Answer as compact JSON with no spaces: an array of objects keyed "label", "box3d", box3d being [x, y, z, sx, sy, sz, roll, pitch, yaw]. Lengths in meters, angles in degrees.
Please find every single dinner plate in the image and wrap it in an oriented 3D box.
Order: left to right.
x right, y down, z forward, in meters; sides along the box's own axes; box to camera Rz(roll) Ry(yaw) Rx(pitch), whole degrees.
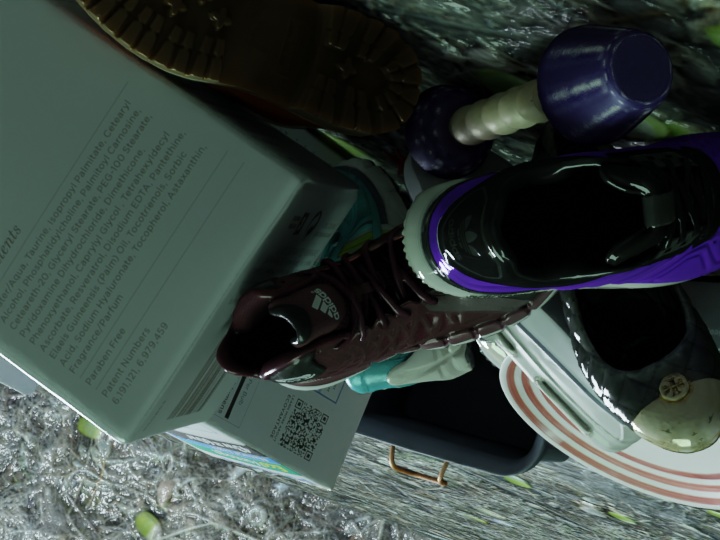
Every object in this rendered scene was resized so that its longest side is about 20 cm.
[{"label":"dinner plate","box3d":[0.187,0.098,1.232,0.199,0.024,0.200,25,156,12]}]

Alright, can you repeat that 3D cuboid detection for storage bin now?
[{"label":"storage bin","box3d":[0.083,0.098,1.462,0.199,0.146,0.134,13,175,28]}]

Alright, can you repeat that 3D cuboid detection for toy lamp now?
[{"label":"toy lamp","box3d":[0.085,-0.080,0.898,0.058,0.058,0.200,25,168,-17]}]

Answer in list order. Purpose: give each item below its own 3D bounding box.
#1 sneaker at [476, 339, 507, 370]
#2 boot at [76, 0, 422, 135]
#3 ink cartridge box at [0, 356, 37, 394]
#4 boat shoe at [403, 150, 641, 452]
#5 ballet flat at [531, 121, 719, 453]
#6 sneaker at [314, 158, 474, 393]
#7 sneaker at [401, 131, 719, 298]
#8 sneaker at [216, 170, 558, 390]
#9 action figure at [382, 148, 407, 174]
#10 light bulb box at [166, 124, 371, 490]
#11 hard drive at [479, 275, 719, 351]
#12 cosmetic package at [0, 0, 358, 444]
[{"label":"sneaker","box3d":[0.179,0.054,1.284,0.199,0.071,0.093,23,159,-17]},{"label":"boot","box3d":[-0.077,-0.122,0.949,0.199,0.075,0.107,27,171,-25]},{"label":"ink cartridge box","box3d":[-0.205,-0.021,1.251,0.066,0.201,0.116,8,163,42]},{"label":"boat shoe","box3d":[0.089,0.013,1.003,0.200,0.072,0.066,45,138,11]},{"label":"ballet flat","box3d":[0.128,0.006,0.934,0.066,0.201,0.057,-23,146,2]},{"label":"sneaker","box3d":[0.000,0.000,1.067,0.200,0.079,0.078,-117,9,-56]},{"label":"sneaker","box3d":[0.128,-0.025,0.853,0.199,0.070,0.099,-11,179,-19]},{"label":"sneaker","box3d":[0.014,0.013,0.917,0.199,0.076,0.115,-30,171,22]},{"label":"action figure","box3d":[0.076,-0.032,1.088,0.099,0.066,0.200,19,167,-25]},{"label":"light bulb box","box3d":[-0.083,0.011,1.200,0.124,0.199,0.200,10,162,44]},{"label":"hard drive","box3d":[0.184,0.025,1.088,0.199,0.043,0.134,0,-179,43]},{"label":"cosmetic package","box3d":[-0.136,-0.035,0.992,0.200,0.167,0.167,35,-174,8]}]
